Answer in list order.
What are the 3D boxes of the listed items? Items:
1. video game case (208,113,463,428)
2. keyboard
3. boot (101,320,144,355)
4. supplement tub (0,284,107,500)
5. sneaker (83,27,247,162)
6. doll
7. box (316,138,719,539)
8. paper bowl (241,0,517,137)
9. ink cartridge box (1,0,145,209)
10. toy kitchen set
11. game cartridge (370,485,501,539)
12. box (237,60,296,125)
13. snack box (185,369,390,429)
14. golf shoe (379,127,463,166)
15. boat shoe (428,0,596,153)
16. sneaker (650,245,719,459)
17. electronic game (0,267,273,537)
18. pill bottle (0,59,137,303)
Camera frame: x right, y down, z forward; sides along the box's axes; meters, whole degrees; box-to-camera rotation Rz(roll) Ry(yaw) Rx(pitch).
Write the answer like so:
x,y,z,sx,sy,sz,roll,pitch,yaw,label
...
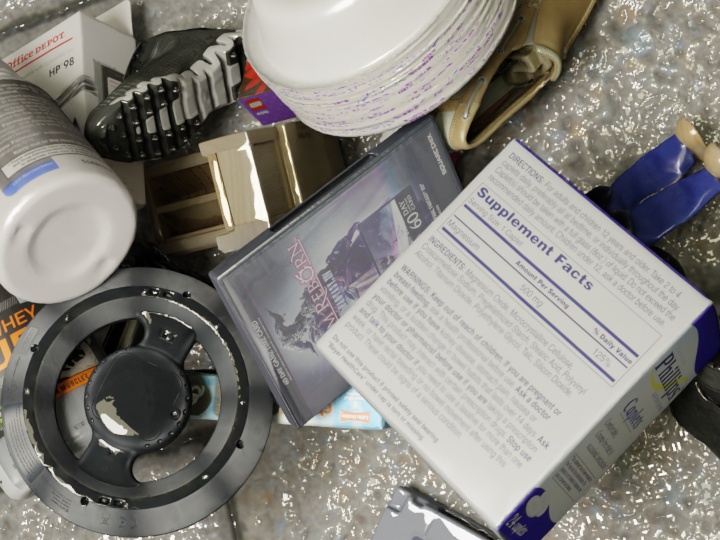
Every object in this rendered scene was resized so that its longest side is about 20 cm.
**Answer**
x,y,z,sx,sy,sz,roll,pitch,yaw,label
0.000,0.000,1.027,0.200,0.143,0.019,-39,34,-20,video game case
-0.150,0.024,1.157,0.200,0.104,0.040,27,68,31,keyboard
-0.267,0.088,1.228,0.153,0.073,0.204,26,101,14,boot
-0.271,0.067,1.125,0.122,0.123,0.200,-35,84,16,supplement tub
-0.162,-0.147,1.160,0.090,0.200,0.067,17,130,32,sneaker
0.176,-0.032,1.060,0.200,0.048,0.137,-36,41,4,doll
0.108,0.051,0.962,0.200,0.105,0.184,-46,62,-1,box
0.003,-0.202,1.010,0.200,0.104,0.201,-19,51,26,paper bowl
-0.247,-0.133,1.200,0.116,0.067,0.201,-23,63,32,ink cartridge box
-0.102,-0.016,1.109,0.180,0.200,0.164,-13,94,20,toy kitchen set
0.088,0.272,1.111,0.200,0.041,0.133,27,94,20,game cartridge
0.005,-0.196,1.106,0.199,0.039,0.137,-11,53,32,box
-0.055,0.100,1.128,0.199,0.116,0.037,1,88,20,snack box
0.047,-0.136,1.130,0.091,0.075,0.201,24,89,29,golf shoe
0.126,-0.161,1.065,0.200,0.072,0.076,-52,35,-9,boat shoe
0.239,0.070,1.040,0.060,0.104,0.200,-24,40,-13,sneaker
-0.163,0.095,1.054,0.199,0.042,0.201,1,75,-5,electronic game
-0.260,-0.075,1.073,0.114,0.114,0.200,-53,51,11,pill bottle
